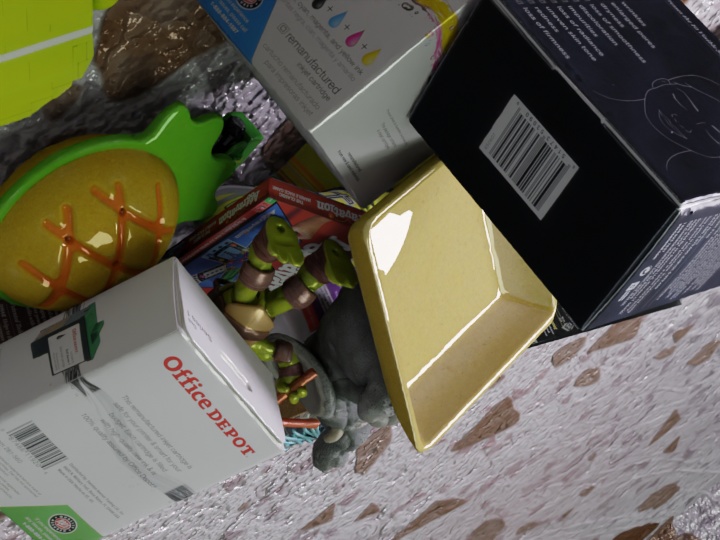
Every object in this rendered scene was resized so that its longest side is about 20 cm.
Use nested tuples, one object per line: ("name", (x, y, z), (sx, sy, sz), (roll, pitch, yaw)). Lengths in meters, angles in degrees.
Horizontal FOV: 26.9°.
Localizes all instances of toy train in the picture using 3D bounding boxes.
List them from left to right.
("toy train", (-0.151, -0.049, 1.171), (0.200, 0.042, 0.056), (-44, 171, 21))

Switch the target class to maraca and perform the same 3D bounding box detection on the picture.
("maraca", (-0.178, -0.044, 1.070), (0.200, 0.107, 0.137), (-32, 146, -16))

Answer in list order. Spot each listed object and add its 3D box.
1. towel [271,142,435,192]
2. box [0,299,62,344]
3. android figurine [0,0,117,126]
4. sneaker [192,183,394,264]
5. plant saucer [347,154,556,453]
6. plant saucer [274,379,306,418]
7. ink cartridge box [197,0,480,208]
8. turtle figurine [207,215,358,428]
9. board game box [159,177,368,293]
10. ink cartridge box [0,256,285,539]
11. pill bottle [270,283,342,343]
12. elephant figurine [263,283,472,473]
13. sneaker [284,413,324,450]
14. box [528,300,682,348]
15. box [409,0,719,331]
("towel", (-0.007, -0.084, 1.255), (0.200, 0.086, 0.018), (-44, -175, 11))
("box", (-0.260, 0.076, 1.151), (0.200, 0.075, 0.100), (-5, 141, -24))
("android figurine", (-0.223, -0.160, 0.909), (0.182, 0.041, 0.200), (-25, 150, -25))
("sneaker", (-0.034, -0.028, 1.213), (0.200, 0.076, 0.076), (-1, 106, -9))
("plant saucer", (0.064, -0.001, 1.119), (0.200, 0.048, 0.200), (-41, 130, -38))
("plant saucer", (-0.065, 0.096, 1.418), (0.200, 0.035, 0.200), (-23, -170, 5))
("ink cartridge box", (0.021, -0.178, 1.059), (0.200, 0.147, 0.145), (-39, 155, 0))
("turtle figurine", (-0.076, 0.035, 1.121), (0.200, 0.064, 0.161), (33, 124, -23))
("board game box", (-0.078, -0.013, 1.153), (0.103, 0.019, 0.200), (17, 152, -30))
("ink cartridge box", (-0.173, 0.099, 1.061), (0.200, 0.084, 0.146), (-26, 130, 11))
("pill bottle", (0.000, 0.000, 1.354), (0.200, 0.111, 0.112), (-27, 151, -20))
("elephant figurine", (-0.013, 0.078, 1.233), (0.141, 0.155, 0.200), (15, 163, -38))
("sneaker", (-0.058, 0.145, 1.539), (0.200, 0.086, 0.078), (-45, 152, 13))
("box", (0.168, -0.039, 1.288), (0.164, 0.086, 0.200), (-18, 135, 16))
("box", (0.177, -0.086, 1.014), (0.196, 0.200, 0.124), (-14, 147, -42))
